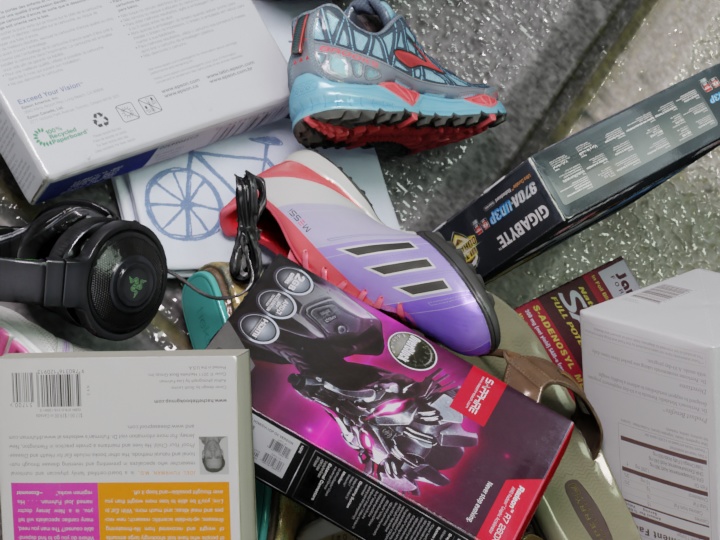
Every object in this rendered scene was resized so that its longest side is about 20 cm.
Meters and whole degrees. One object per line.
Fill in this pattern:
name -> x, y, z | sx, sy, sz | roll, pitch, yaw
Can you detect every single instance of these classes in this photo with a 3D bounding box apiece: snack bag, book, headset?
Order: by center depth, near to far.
book -> -0.122, 0.143, 1.135 | 0.133, 0.048, 0.201 | -1, 94, 10
headset -> -0.148, -0.016, 1.218 | 0.199, 0.123, 0.094 | 3, 99, -25
snack bag -> -0.078, -0.088, 1.362 | 0.188, 0.021, 0.201 | -4, 67, -31

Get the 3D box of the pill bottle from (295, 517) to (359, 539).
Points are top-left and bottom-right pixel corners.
pill bottle -> 0.033, 0.234, 1.220 | 0.111, 0.111, 0.201 | 0, 68, -29

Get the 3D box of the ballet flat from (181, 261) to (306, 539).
ballet flat -> -0.055, 0.089, 1.268 | 0.070, 0.071, 0.201 | 0, 67, -29

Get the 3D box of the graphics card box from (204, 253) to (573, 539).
graphics card box -> 0.008, 0.085, 1.195 | 0.200, 0.051, 0.126 | 30, 40, 6

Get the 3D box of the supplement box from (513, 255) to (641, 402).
supplement box -> 0.109, 0.079, 1.365 | 0.200, 0.061, 0.109 | -25, 82, -36

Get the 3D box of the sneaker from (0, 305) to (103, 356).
sneaker -> -0.144, 0.085, 1.212 | 0.200, 0.081, 0.088 | 38, 32, 5

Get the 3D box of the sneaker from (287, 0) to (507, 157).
sneaker -> 0.026, -0.128, 1.366 | 0.200, 0.079, 0.096 | 1, 76, -58

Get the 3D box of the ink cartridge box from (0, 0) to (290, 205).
ink cartridge box -> -0.161, -0.156, 1.311 | 0.196, 0.043, 0.200 | -22, 75, -37

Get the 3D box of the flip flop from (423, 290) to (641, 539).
flip flop -> 0.110, 0.093, 1.283 | 0.081, 0.058, 0.200 | -20, 74, -34

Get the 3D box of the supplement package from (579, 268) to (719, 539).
supplement package -> 0.212, 0.115, 1.318 | 0.113, 0.109, 0.201 | -17, 110, -37

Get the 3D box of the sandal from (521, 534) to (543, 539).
sandal -> 0.113, 0.239, 1.268 | 0.080, 0.054, 0.200 | -88, 155, -58

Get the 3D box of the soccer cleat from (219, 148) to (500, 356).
soccer cleat -> 0.000, 0.000, 1.266 | 0.073, 0.068, 0.200 | -31, 49, -26

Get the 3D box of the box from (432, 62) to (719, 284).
box -> 0.143, -0.056, 1.385 | 0.200, 0.159, 0.046 | -27, 84, -36
